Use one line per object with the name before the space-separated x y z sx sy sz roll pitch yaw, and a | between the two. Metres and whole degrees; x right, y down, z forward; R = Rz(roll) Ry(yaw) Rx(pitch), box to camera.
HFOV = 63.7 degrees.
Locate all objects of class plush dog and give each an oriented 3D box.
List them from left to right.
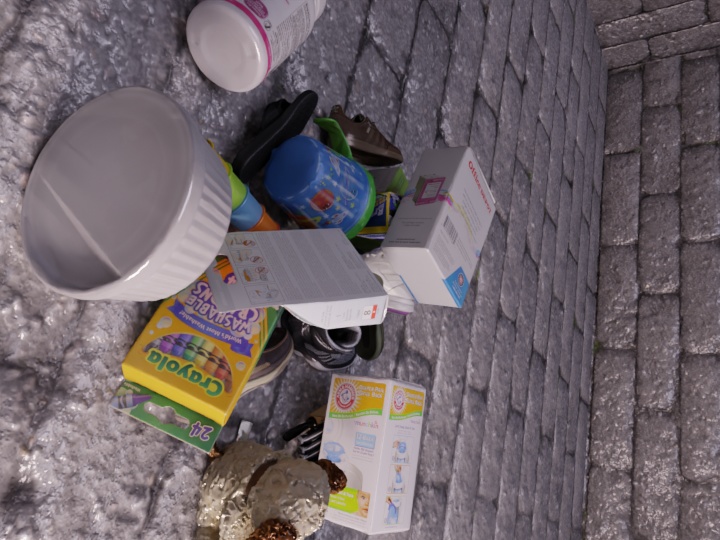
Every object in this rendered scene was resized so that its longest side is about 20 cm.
plush dog | -0.111 0.271 0.707 0.200 0.170 0.162 -37 118 -50

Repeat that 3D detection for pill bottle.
pill bottle | -0.129 -0.334 0.766 0.114 0.112 0.201 62 41 -33

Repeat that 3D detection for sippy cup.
sippy cup | -0.065 -0.120 0.821 0.130 0.139 0.179 33 29 -57

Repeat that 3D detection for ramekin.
ramekin | -0.216 -0.063 0.558 0.094 0.200 0.205 37 57 -64

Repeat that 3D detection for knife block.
knife block | -0.039 0.241 0.914 0.176 0.063 0.202 53 47 -42

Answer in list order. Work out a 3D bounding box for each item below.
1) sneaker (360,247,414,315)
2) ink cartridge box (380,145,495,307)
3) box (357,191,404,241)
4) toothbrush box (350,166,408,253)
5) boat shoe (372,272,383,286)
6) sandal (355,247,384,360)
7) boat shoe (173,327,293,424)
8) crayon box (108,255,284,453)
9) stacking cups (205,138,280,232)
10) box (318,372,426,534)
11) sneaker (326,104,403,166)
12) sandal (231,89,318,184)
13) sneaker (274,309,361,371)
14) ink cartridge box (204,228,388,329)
sneaker | 0.000 0.000 0.912 0.198 0.075 0.101 19 86 -13
ink cartridge box | 0.126 -0.068 0.887 0.145 0.084 0.201 53 53 -42
box | 0.072 -0.077 0.943 0.199 0.069 0.065 9 83 -54
toothbrush box | 0.050 -0.061 1.044 0.201 0.085 0.146 58 46 -35
boat shoe | -0.067 0.031 0.783 0.074 0.199 0.064 -71 167 -51
sandal | -0.003 0.059 0.974 0.057 0.079 0.204 -17 103 -41
boat shoe | -0.157 0.114 0.736 0.200 0.074 0.074 -37 118 -52
crayon box | -0.178 0.084 0.662 0.125 0.052 0.201 26 57 -3
stacking cups | -0.155 -0.085 0.762 0.200 0.060 0.061 47 51 -47
box | 0.014 0.257 0.836 0.101 0.111 0.203 25 69 -49
sneaker | 0.015 -0.234 1.017 0.199 0.070 0.077 3 85 -57
sandal | -0.124 -0.201 0.812 0.048 0.076 0.201 35 55 4
sneaker | -0.038 0.107 0.879 0.200 0.113 0.076 38 58 -49
ink cartridge box | -0.086 0.011 0.694 0.198 0.163 0.051 -7 126 -24
